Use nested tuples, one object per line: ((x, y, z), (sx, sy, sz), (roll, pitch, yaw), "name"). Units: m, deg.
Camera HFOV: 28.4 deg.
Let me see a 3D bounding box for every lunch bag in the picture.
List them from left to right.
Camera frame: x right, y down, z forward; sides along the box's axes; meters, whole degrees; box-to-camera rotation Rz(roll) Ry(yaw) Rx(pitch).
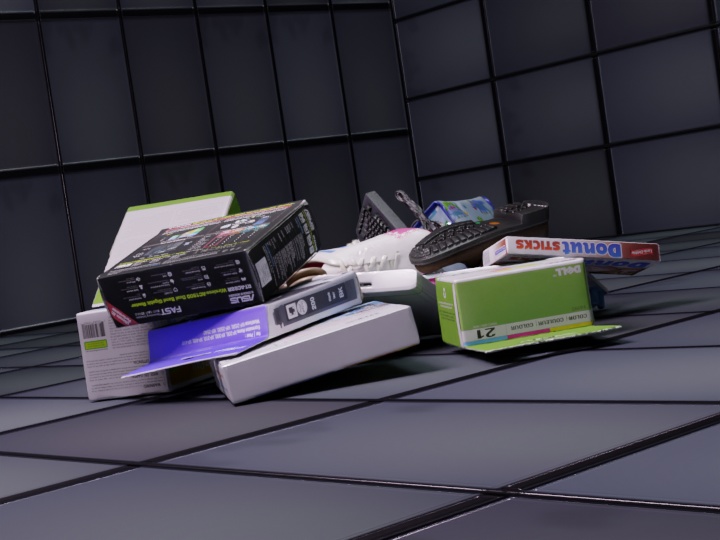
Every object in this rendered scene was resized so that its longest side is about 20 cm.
((0.110, 0.000, 1.969), (0.200, 0.127, 0.170), (-53, -20, 23), "lunch bag")

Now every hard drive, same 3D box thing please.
((0.044, 0.041, 1.679), (0.131, 0.027, 0.200), (-4, -18, 24), "hard drive")

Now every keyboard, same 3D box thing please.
((0.056, -0.038, 1.857), (0.020, 0.128, 0.200), (-4, 38, -35), "keyboard")

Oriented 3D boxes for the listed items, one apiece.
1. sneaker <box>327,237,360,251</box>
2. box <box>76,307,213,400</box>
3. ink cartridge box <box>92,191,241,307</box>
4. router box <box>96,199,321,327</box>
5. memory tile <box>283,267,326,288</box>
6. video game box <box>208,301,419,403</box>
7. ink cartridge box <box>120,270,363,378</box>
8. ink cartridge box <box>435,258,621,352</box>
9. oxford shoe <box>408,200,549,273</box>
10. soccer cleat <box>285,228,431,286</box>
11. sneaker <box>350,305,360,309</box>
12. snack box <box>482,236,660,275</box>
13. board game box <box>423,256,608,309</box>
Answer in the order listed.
((-0.023, 0.021, 1.941), (0.199, 0.090, 0.078), (-29, -16, -41), "sneaker")
((-0.231, 0.083, 1.685), (0.112, 0.102, 0.200), (-8, 2, 22), "box")
((-0.229, -0.002, 1.731), (0.146, 0.076, 0.201), (-8, 36, 14), "ink cartridge box")
((-0.162, -0.008, 1.532), (0.198, 0.063, 0.150), (-9, 19, 28), "router box")
((-0.059, 0.051, 1.734), (0.153, 0.017, 0.199), (-28, -27, 25), "memory tile")
((-0.054, 0.082, 1.472), (0.198, 0.047, 0.182), (-17, 6, -10), "video game box")
((-0.131, 0.058, 1.521), (0.197, 0.044, 0.199), (-14, 5, 42), "ink cartridge box")
((0.172, 0.034, 1.483), (0.146, 0.077, 0.200), (-9, 1, -8), "ink cartridge box")
((0.149, -0.021, 1.720), (0.199, 0.085, 0.073), (-15, 20, -24), "oxford shoe")
((0.000, 0.000, 1.742), (0.198, 0.070, 0.086), (-14, 8, 19), "soccer cleat")
((-0.039, 0.080, 1.649), (0.198, 0.076, 0.079), (1, -6, 26), "sneaker")
((0.249, -0.017, 1.675), (0.198, 0.025, 0.072), (2, -15, -18), "snack box")
((0.186, 0.028, 1.742), (0.198, 0.026, 0.200), (-7, -15, 22), "board game box")
